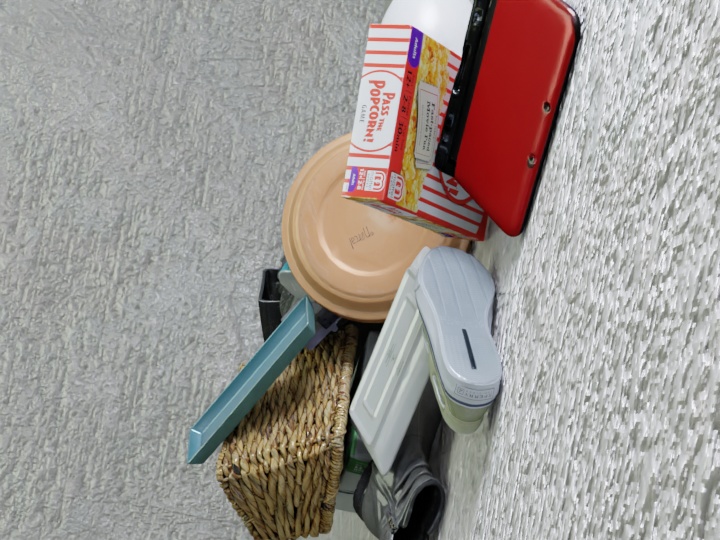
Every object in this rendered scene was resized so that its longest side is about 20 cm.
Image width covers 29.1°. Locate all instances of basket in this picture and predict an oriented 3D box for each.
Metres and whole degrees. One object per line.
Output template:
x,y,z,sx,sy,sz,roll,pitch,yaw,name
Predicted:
-0.048,0.182,1.455,0.201,0.148,0.143,-84,-29,-57,basket

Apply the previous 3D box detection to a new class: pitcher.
0.083,-0.195,1.485,0.171,0.120,0.202,-169,79,-75,pitcher

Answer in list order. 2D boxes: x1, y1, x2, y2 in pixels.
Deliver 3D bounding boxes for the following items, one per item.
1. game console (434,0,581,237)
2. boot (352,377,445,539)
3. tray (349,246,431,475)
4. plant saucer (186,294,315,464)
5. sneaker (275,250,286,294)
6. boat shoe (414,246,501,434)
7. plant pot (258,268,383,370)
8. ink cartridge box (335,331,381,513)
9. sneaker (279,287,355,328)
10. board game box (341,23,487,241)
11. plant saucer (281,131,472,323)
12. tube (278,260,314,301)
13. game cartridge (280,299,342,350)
0.144,-0.159,1.162,0.172,0.118,0.201,-34,-35,-50,game console
0.055,0.180,1.320,0.132,0.069,0.202,-132,53,-70,boot
0.036,0.084,1.316,0.201,0.022,0.107,-68,26,16,tray
-0.110,0.114,1.405,0.200,0.019,0.070,-50,18,17,plant saucer
-0.032,-0.011,1.680,0.200,0.090,0.067,-35,-42,-63,sneaker
0.078,0.055,1.180,0.201,0.071,0.062,-91,14,-54,boat shoe
-0.026,0.101,1.744,0.200,0.198,0.179,-101,11,-78,plant pot
0.024,0.174,1.514,0.200,0.082,0.148,107,173,-64,ink cartridge box
-0.009,-0.024,1.586,0.076,0.114,0.201,17,88,66,sneaker
0.062,-0.119,1.248,0.200,0.046,0.153,16,-98,-58,board game box
0.015,-0.048,1.396,0.032,0.199,0.202,42,-124,-71,plant saucer
-0.018,-0.058,1.485,0.201,0.050,0.078,-58,-26,-28,tube
0.000,0.000,1.484,0.200,0.038,0.130,-45,7,-3,game cartridge
